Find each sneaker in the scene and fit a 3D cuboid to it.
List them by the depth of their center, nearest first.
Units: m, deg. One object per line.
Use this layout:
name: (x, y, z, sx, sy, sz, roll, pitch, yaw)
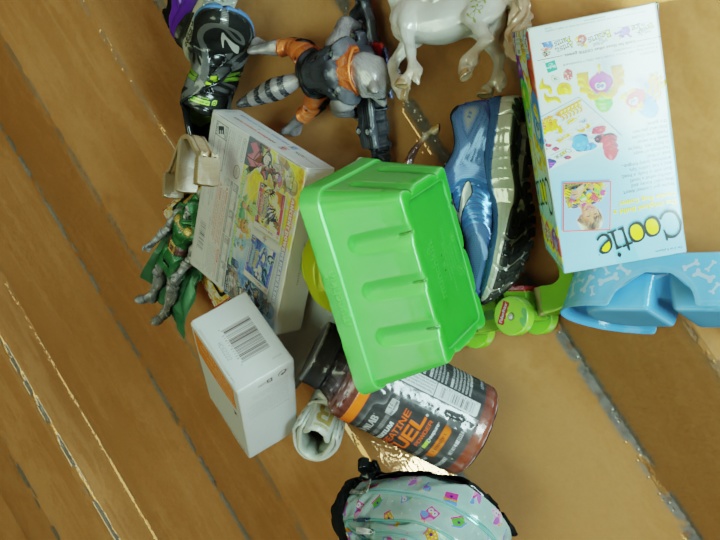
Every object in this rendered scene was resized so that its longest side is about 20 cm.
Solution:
sneaker: (0.114, -0.066, 0.847, 0.089, 0.079, 0.200, 9, 105, 32)
sneaker: (-0.178, -0.343, 1.014, 0.100, 0.070, 0.200, 52, 129, 17)
sneaker: (-0.167, -0.221, 1.020, 0.200, 0.071, 0.083, 118, 156, -51)
sneaker: (-0.021, 0.139, 1.032, 0.074, 0.116, 0.200, 22, 127, 1)

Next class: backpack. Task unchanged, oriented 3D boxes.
backpack: (0.073, 0.297, 0.983, 0.167, 0.127, 0.200, 44, 147, -21)

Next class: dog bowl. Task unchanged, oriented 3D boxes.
dog bowl: (0.272, 0.021, 0.769, 0.200, 0.111, 0.050, -3, 73, 39)

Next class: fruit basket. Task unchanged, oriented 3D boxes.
fruit basket: (0.000, 0.000, 0.849, 0.215, 0.155, 0.216, 13, 117, 27)

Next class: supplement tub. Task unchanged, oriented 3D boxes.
supplement tub: (0.038, 0.130, 0.949, 0.200, 0.107, 0.107, 27, 126, -5)

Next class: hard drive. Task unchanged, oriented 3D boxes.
hard drive: (-0.080, 0.037, 1.041, 0.132, 0.027, 0.200, 52, 132, 20)

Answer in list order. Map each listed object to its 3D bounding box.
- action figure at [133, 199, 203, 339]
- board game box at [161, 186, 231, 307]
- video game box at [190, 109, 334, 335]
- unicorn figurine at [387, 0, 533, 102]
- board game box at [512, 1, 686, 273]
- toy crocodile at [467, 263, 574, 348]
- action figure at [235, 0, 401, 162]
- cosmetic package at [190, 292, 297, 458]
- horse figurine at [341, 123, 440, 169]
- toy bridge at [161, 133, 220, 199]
action figure: (-0.238, -0.016, 1.141, 0.118, 0.055, 0.200, 46, 129, 21)
board game box: (-0.151, -0.060, 1.116, 0.200, 0.046, 0.152, -31, 86, 42)
video game box: (-0.117, -0.058, 1.001, 0.182, 0.047, 0.200, 38, 124, 41)
unicorn figurine: (0.066, -0.234, 0.840, 0.200, 0.074, 0.138, 5, 78, 3)
board game box: (0.199, -0.112, 0.752, 0.105, 0.103, 0.200, -10, 102, 5)
toy crocodile: (0.135, 0.044, 0.914, 0.200, 0.067, 0.062, -18, 76, 39)
action figure: (-0.034, -0.180, 0.942, 0.193, 0.105, 0.200, -1, 105, 48)
cosmetic package: (-0.128, 0.124, 1.007, 0.101, 0.071, 0.200, 51, 159, 25)
horse figurine: (0.070, -0.051, 0.908, 0.132, 0.050, 0.200, -35, 91, 15)
toy bridge: (-0.202, -0.124, 1.044, 0.200, 0.027, 0.067, -179, 93, -66)
